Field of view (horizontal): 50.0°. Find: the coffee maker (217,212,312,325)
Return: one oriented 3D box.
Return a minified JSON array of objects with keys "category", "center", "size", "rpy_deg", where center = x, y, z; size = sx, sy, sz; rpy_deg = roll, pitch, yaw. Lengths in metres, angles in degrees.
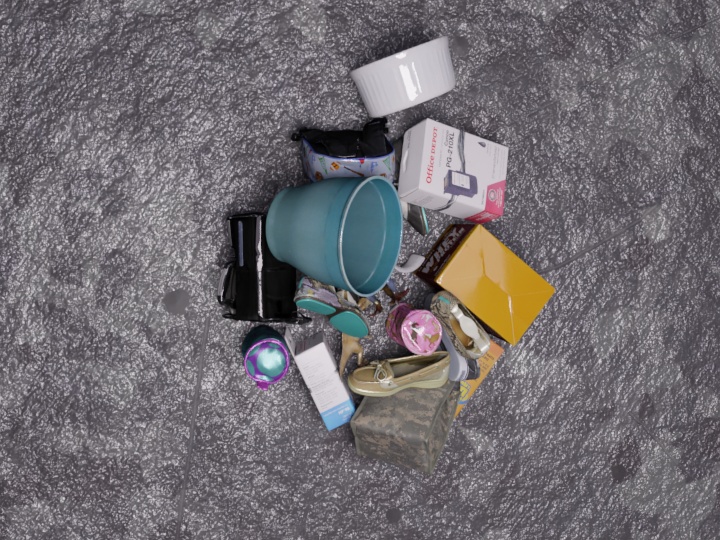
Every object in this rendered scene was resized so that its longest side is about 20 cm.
[{"category":"coffee maker","center":[-0.169,-0.007,1.458],"size":[0.189,0.134,0.203],"rpy_deg":[2,93,19]}]

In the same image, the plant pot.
[{"category":"plant pot","center":[-0.053,-0.070,1.335],"size":[0.186,0.199,0.203],"rpy_deg":[10,92,32]}]

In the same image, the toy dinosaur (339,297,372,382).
[{"category":"toy dinosaur","center":[-0.020,0.146,1.519],"size":[0.057,0.102,0.202],"rpy_deg":[5,57,22]}]

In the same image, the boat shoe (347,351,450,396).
[{"category":"boat shoe","center":[0.073,0.188,1.450],"size":[0.197,0.074,0.064],"rpy_deg":[-2,123,-11]}]

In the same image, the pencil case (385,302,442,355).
[{"category":"pencil case","center":[0.101,0.111,1.491],"size":[0.086,0.200,0.084],"rpy_deg":[23,89,-8]}]

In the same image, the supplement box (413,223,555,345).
[{"category":"supplement box","center":[0.235,0.020,1.507],"size":[0.197,0.200,0.133],"rpy_deg":[39,88,-9]}]

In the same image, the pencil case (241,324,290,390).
[{"category":"pencil case","center":[-0.179,0.159,1.449],"size":[0.084,0.200,0.094],"rpy_deg":[18,89,-9]}]

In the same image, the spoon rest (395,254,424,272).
[{"category":"spoon rest","center":[0.048,-0.054,1.504],"size":[0.200,0.099,0.061],"rpy_deg":[39,73,-37]}]

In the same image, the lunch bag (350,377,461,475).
[{"category":"lunch bag","center":[0.093,0.271,1.492],"size":[0.162,0.201,0.119],"rpy_deg":[8,131,24]}]

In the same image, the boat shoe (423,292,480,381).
[{"category":"boat shoe","center":[0.185,0.130,1.537],"size":[0.067,0.201,0.074],"rpy_deg":[4,132,-29]}]

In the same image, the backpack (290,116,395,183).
[{"category":"backpack","center":[-0.021,-0.197,1.462],"size":[0.197,0.191,0.156],"rpy_deg":[-8,108,-8]}]

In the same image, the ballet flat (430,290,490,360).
[{"category":"ballet flat","center":[0.196,0.114,1.409],"size":[0.068,0.075,0.200],"rpy_deg":[-48,128,-10]}]

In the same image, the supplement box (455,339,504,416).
[{"category":"supplement box","center":[0.206,0.221,1.582],"size":[0.066,0.069,0.201],"rpy_deg":[36,91,-8]}]

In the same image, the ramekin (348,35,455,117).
[{"category":"ramekin","center":[0.086,-0.366,1.471],"size":[0.198,0.200,0.099],"rpy_deg":[-22,104,-7]}]

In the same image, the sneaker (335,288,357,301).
[{"category":"sneaker","center":[-0.042,-0.030,1.528],"size":[0.078,0.074,0.203],"rpy_deg":[-21,96,-13]}]

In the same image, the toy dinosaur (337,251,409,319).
[{"category":"toy dinosaur","center":[0.000,0.000,1.501],"size":[0.104,0.200,0.183],"rpy_deg":[-29,90,13]}]

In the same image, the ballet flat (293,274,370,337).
[{"category":"ballet flat","center":[-0.045,0.059,1.416],"size":[0.200,0.072,0.073],"rpy_deg":[34,87,-45]}]

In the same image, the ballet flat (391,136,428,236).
[{"category":"ballet flat","center":[0.089,-0.165,1.549],"size":[0.067,0.068,0.203],"rpy_deg":[-9,84,2]}]

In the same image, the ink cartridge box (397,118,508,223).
[{"category":"ink cartridge box","center":[0.182,-0.191,1.508],"size":[0.198,0.084,0.147],"rpy_deg":[14,75,-25]}]

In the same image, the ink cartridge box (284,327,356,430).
[{"category":"ink cartridge box","center":[-0.077,0.196,1.508],"size":[0.066,0.116,0.202],"rpy_deg":[-24,97,-1]}]
